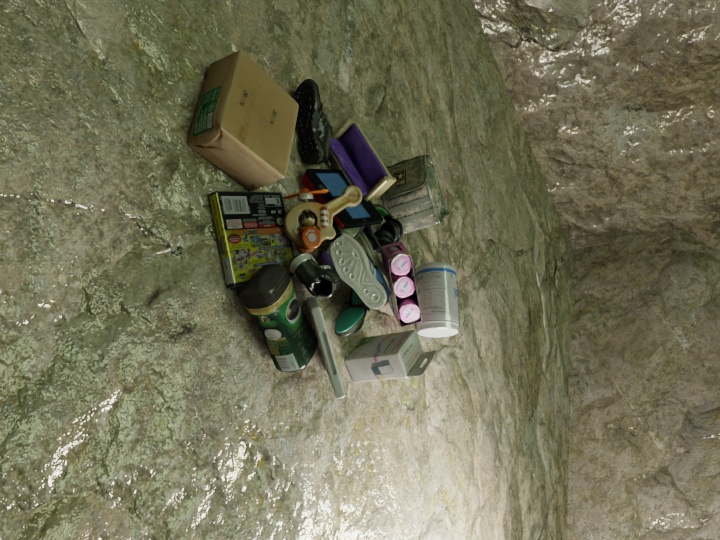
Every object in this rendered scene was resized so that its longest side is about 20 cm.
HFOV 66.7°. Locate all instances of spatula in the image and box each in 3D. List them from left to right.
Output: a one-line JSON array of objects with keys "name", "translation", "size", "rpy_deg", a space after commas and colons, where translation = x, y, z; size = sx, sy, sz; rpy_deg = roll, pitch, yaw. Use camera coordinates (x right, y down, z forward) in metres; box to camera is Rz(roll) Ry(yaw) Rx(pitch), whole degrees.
[{"name": "spatula", "translation": [-0.070, -0.078, 1.348], "size": [0.056, 0.020, 0.205], "rpy_deg": [36, 51, -44]}]

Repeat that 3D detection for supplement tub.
[{"name": "supplement tub", "translation": [0.231, 0.089, 1.656], "size": [0.131, 0.129, 0.206], "rpy_deg": [23, 61, -51]}]

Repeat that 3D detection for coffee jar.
[{"name": "coffee jar", "translation": [-0.158, 0.093, 1.077], "size": [0.105, 0.083, 0.204], "rpy_deg": [-59, 137, -50]}]

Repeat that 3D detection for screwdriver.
[{"name": "screwdriver", "translation": [0.031, -0.085, 1.412], "size": [0.028, 0.029, 0.202], "rpy_deg": [19, 33, -39]}]

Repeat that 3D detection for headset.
[{"name": "headset", "translation": [0.066, -0.087, 1.536], "size": [0.202, 0.093, 0.124], "rpy_deg": [53, 43, -10]}]

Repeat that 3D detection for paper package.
[{"name": "paper package", "translation": [-0.229, -0.298, 1.101], "size": [0.190, 0.102, 0.205], "rpy_deg": [34, 53, -45]}]

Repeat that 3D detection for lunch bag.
[{"name": "lunch bag", "translation": [0.150, -0.225, 1.600], "size": [0.117, 0.161, 0.204], "rpy_deg": [-39, 112, -55]}]

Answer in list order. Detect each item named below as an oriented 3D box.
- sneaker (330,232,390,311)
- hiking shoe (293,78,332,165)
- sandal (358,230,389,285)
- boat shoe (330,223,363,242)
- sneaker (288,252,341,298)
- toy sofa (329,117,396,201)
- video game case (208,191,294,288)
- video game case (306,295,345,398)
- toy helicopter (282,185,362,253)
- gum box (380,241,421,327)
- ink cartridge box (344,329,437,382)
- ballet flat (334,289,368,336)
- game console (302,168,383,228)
[{"name": "sneaker", "translation": [0.000, 0.000, 1.310], "size": [0.202, 0.080, 0.146], "rpy_deg": [55, 7, -2]}, {"name": "hiking shoe", "translation": [-0.113, -0.359, 1.339], "size": [0.100, 0.074, 0.206], "rpy_deg": [-10, 97, -65]}, {"name": "sandal", "translation": [0.024, -0.018, 1.444], "size": [0.204, 0.056, 0.080], "rpy_deg": [62, -2, 4]}, {"name": "boat shoe", "translation": [-0.027, -0.115, 1.364], "size": [0.071, 0.061, 0.202], "rpy_deg": [39, 27, -2]}, {"name": "sneaker", "translation": [-0.084, 0.029, 1.206], "size": [0.091, 0.066, 0.200], "rpy_deg": [52, 6, 25]}, {"name": "toy sofa", "translation": [-0.003, -0.284, 1.399], "size": [0.097, 0.082, 0.203], "rpy_deg": [-9, 65, -58]}, {"name": "video game case", "translation": [-0.214, -0.068, 1.121], "size": [0.198, 0.025, 0.186], "rpy_deg": [-11, 89, -58]}, {"name": "video game case", "translation": [-0.076, 0.155, 1.154], "size": [0.200, 0.022, 0.187], "rpy_deg": [-156, -130, -82]}, {"name": "toy helicopter", "translation": [-0.083, -0.136, 1.204], "size": [0.198, 0.079, 0.134], "rpy_deg": [-33, 92, -20]}, {"name": "gum box", "translation": [0.107, 0.030, 1.460], "size": [0.114, 0.064, 0.205], "rpy_deg": [-115, -167, -67]}, {"name": "ink cartridge box", "translation": [0.075, 0.204, 1.317], "size": [0.117, 0.196, 0.069], "rpy_deg": [-41, 113, -53]}, {"name": "ballet flat", "translation": [-0.005, 0.105, 1.352], "size": [0.202, 0.066, 0.069], "rpy_deg": [-64, 143, -44]}, {"name": "game console", "translation": [-0.041, -0.179, 1.339], "size": [0.178, 0.031, 0.198], "rpy_deg": [49, 29, 16]}]
